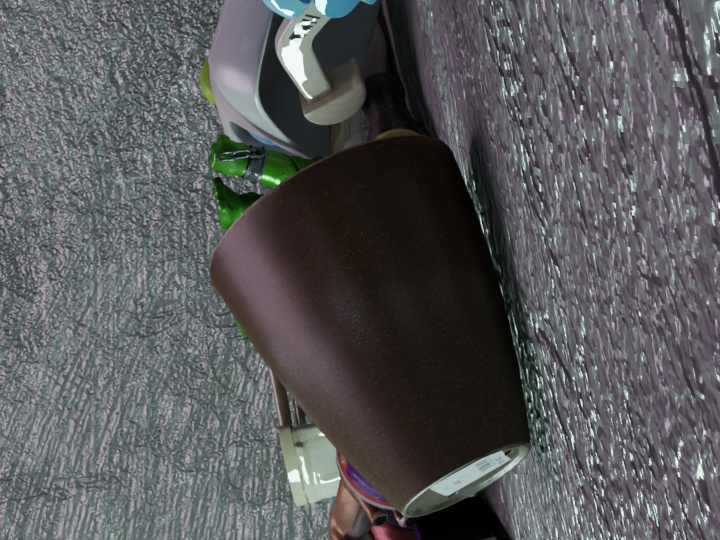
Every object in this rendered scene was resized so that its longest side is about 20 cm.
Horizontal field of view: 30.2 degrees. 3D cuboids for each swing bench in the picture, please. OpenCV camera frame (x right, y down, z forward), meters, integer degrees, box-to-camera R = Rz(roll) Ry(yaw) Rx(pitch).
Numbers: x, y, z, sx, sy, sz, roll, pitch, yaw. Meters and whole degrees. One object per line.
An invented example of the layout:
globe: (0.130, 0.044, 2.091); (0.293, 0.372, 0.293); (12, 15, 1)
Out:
swing bench: (-0.004, 0.159, 1.617); (0.130, 0.196, 0.202); (82, 175, -60)

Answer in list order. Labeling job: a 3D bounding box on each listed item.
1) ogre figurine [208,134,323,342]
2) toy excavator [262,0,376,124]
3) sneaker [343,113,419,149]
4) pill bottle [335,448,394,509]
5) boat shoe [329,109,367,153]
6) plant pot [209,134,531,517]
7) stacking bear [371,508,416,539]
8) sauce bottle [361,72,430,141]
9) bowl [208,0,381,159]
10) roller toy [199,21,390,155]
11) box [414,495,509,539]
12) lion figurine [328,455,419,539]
ogre figurine: (-0.067, -0.033, 1.206); (0.098, 0.118, 0.203); (-123, 24, -76)
toy excavator: (-0.038, -0.222, 1.044); (0.200, 0.193, 0.101); (-45, 41, 31)
sneaker: (0.034, -0.031, 1.175); (0.070, 0.079, 0.203); (158, 99, -86)
pill bottle: (0.043, 0.122, 1.145); (0.201, 0.110, 0.113); (106, 154, -60)
boat shoe: (0.022, -0.091, 1.270); (0.200, 0.068, 0.075); (65, -153, -62)
plant pot: (0.025, 0.048, 0.871); (0.201, 0.185, 0.187); (62, 172, 22)
stacking bear: (0.057, 0.169, 1.346); (0.114, 0.120, 0.203); (-125, 30, -68)
sauce bottle: (0.033, -0.078, 1.088); (0.066, 0.065, 0.202); (81, 175, -52)
bowl: (-0.063, -0.213, 1.190); (0.200, 0.074, 0.202); (37, -112, -67)
roller toy: (-0.057, -0.192, 1.357); (0.140, 0.198, 0.184); (81, 166, -65)
box: (0.102, 0.301, 1.211); (0.200, 0.078, 0.143); (-138, 34, -87)
lion figurine: (0.000, 0.229, 1.287); (0.123, 0.072, 0.202); (55, 132, 45)
